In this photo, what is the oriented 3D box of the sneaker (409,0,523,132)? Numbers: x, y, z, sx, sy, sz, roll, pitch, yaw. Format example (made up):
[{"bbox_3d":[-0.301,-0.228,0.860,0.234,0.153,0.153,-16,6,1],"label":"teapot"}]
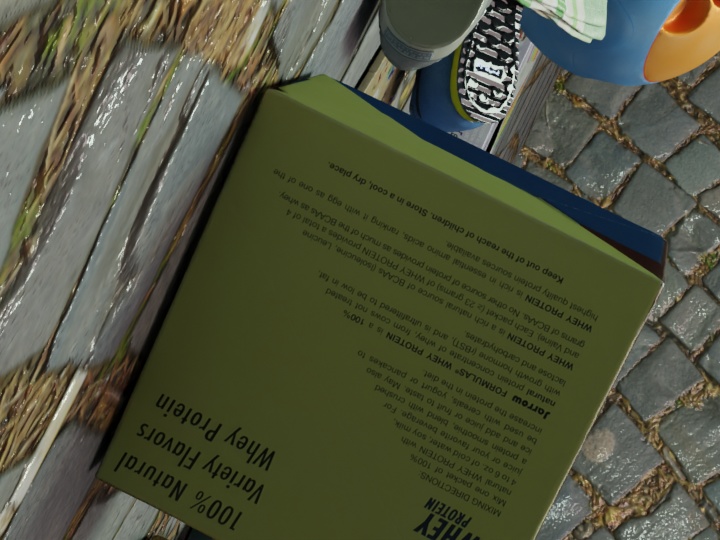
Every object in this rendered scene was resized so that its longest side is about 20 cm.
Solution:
[{"bbox_3d":[0.075,-0.189,1.291,0.078,0.066,0.201,3,-105,53],"label":"sneaker"}]

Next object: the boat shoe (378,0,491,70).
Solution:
[{"bbox_3d":[0.066,-0.198,1.085,0.201,0.070,0.072,-59,-176,-14],"label":"boat shoe"}]

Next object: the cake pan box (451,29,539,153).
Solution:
[{"bbox_3d":[0.120,-0.168,1.828,0.201,0.052,0.184,-65,173,10],"label":"cake pan box"}]

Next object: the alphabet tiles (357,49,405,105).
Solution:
[{"bbox_3d":[-0.008,-0.074,1.228,0.200,0.006,0.167,-61,174,-34],"label":"alphabet tiles"}]

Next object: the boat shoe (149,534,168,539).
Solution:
[{"bbox_3d":[-0.110,0.210,1.213,0.065,0.071,0.200,-62,177,-11],"label":"boat shoe"}]

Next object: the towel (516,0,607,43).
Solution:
[{"bbox_3d":[0.131,-0.237,1.256,0.200,0.023,0.153,8,91,-64],"label":"towel"}]

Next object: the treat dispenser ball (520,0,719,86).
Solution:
[{"bbox_3d":[0.205,-0.240,1.471,0.202,0.200,0.201,-63,175,-10],"label":"treat dispenser ball"}]

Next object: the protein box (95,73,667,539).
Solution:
[{"bbox_3d":[0.015,0.040,0.932,0.201,0.198,0.135,-65,175,12],"label":"protein box"}]

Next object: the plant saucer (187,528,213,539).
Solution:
[{"bbox_3d":[-0.087,0.174,1.472,0.201,0.036,0.200,-63,175,-9],"label":"plant saucer"}]
